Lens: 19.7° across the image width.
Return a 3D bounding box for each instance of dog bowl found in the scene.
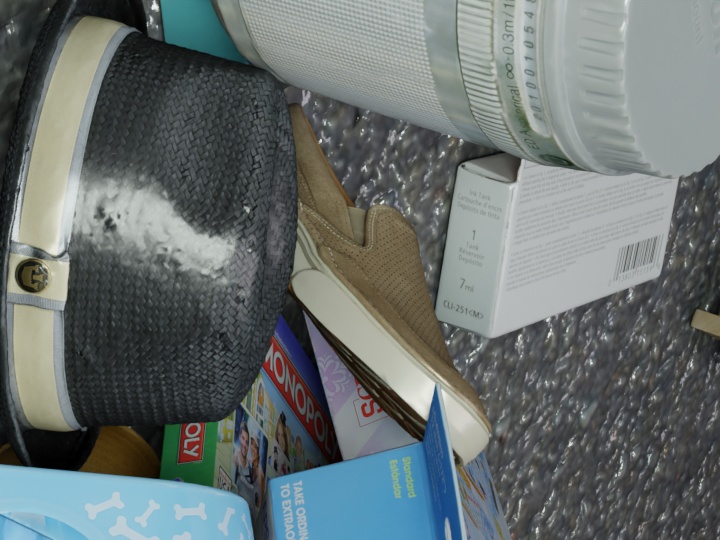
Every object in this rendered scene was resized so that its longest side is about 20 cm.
[{"bbox_3d":[-0.131,0.103,0.769,0.111,0.199,0.050,141,-45,-68],"label":"dog bowl"}]

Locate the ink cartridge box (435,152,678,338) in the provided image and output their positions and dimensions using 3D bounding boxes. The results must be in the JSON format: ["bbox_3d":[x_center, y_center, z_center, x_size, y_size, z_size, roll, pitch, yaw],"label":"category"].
[{"bbox_3d":[0.124,-0.065,1.179,0.200,0.043,0.174,-16,119,-52],"label":"ink cartridge box"}]

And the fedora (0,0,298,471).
[{"bbox_3d":[-0.074,-0.014,0.797,0.201,0.091,0.202,8,90,-83],"label":"fedora"}]

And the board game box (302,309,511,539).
[{"bbox_3d":[0.033,0.104,1.014,0.041,0.200,0.200,-22,141,7],"label":"board game box"}]

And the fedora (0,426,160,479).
[{"bbox_3d":[-0.119,0.162,0.892,0.200,0.082,0.201,-32,131,-45],"label":"fedora"}]

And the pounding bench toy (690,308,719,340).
[{"bbox_3d":[0.307,0.004,1.418,0.200,0.124,0.157,22,89,-58],"label":"pounding bench toy"}]

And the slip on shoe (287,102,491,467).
[{"bbox_3d":[0.000,0.000,0.872,0.061,0.200,0.076,-39,138,-5],"label":"slip on shoe"}]

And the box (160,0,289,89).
[{"bbox_3d":[-0.045,-0.174,0.853,0.082,0.049,0.201,-37,135,-41],"label":"box"}]

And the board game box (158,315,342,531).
[{"bbox_3d":[-0.040,0.098,0.972,0.200,0.029,0.135,60,27,-51],"label":"board game box"}]

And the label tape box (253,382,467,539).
[{"bbox_3d":[-0.008,0.158,0.801,0.200,0.066,0.144,105,-18,-48],"label":"label tape box"}]

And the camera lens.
[{"bbox_3d":[0.050,-0.130,0.785,0.160,0.199,0.161,-32,132,-44],"label":"camera lens"}]
